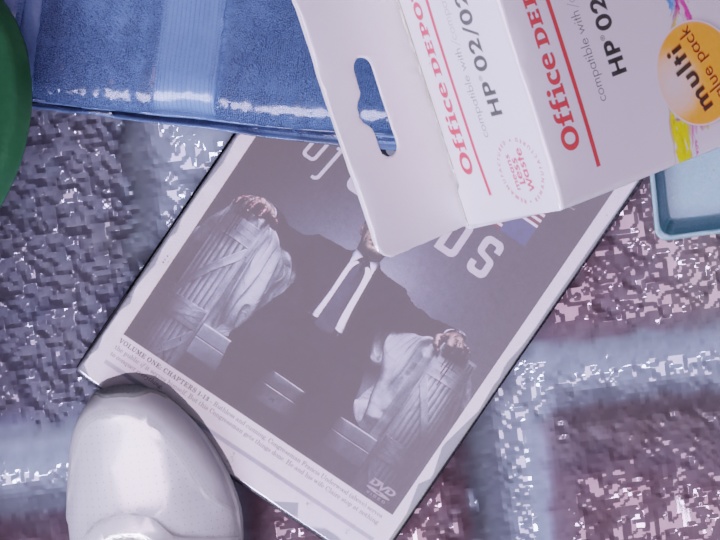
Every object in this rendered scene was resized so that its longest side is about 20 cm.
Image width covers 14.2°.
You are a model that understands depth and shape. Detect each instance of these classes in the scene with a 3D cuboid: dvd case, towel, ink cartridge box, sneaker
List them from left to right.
[{"bbox_3d":[-0.085,0.146,1.168,0.070,0.080,0.201,-5,97,13],"label":"sneaker"},{"bbox_3d":[-0.051,-0.111,1.154,0.199,0.049,0.112,7,87,12],"label":"towel"},{"bbox_3d":[0.000,0.000,1.192,0.150,0.025,0.200,34,95,-3],"label":"dvd case"},{"bbox_3d":[0.084,-0.089,1.098,0.200,0.068,0.115,-22,97,-31],"label":"ink cartridge box"}]

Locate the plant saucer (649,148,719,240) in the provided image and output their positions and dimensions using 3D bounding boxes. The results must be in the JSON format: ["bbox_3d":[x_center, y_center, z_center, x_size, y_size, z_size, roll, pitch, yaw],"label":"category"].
[{"bbox_3d":[0.144,-0.115,1.186,0.070,0.019,0.201,-7,94,0],"label":"plant saucer"}]

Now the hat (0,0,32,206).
[{"bbox_3d":[-0.184,-0.006,1.191,0.165,0.176,0.200,25,78,28],"label":"hat"}]
